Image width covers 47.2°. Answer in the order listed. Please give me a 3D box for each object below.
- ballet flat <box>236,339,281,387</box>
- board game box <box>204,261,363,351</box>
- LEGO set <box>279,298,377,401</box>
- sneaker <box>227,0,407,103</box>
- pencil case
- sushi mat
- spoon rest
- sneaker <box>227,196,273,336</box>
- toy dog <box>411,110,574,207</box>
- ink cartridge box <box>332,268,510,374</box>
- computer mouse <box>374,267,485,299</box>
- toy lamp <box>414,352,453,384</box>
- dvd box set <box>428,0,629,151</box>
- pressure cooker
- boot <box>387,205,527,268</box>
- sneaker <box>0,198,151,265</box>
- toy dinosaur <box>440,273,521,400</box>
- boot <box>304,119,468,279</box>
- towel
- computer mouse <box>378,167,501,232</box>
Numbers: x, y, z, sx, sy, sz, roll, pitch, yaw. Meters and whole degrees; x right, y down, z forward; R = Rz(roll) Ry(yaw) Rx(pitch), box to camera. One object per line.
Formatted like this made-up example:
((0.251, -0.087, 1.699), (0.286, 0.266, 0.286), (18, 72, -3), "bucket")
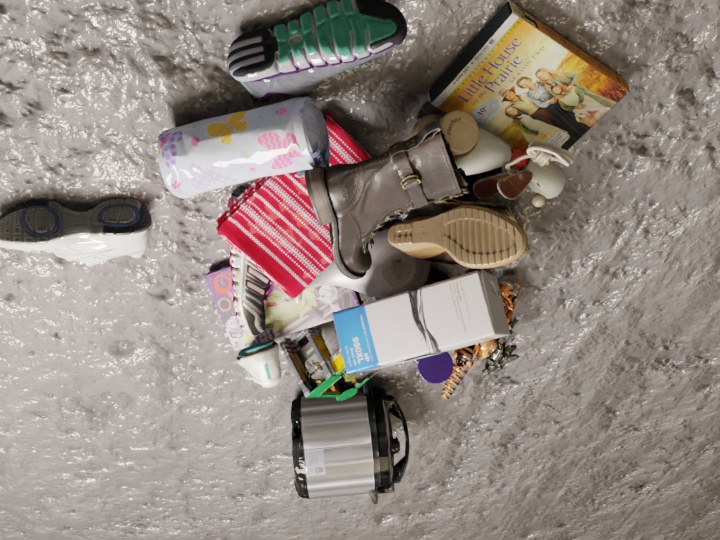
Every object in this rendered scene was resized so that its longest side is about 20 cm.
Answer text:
((-0.145, 0.140, 1.213), (0.069, 0.070, 0.200), (0, 177, -9), "ballet flat")
((-0.107, 0.029, 1.161), (0.198, 0.032, 0.121), (-19, 98, 11), "board game box")
((-0.026, 0.105, 1.266), (0.153, 0.116, 0.200), (2, 140, -49), "LEGO set")
((-0.042, -0.237, 0.909), (0.198, 0.075, 0.088), (-9, 158, 10), "sneaker")
((-0.134, -0.140, 0.954), (0.198, 0.084, 0.091), (-8, 148, 15), "pencil case")
((0.162, -0.059, 1.073), (0.095, 0.012, 0.200), (12, 172, 22), "sushi mat")
((0.000, 0.000, 1.109), (0.198, 0.061, 0.100), (-10, 102, -15), "spoon rest")
((-0.129, -0.003, 1.103), (0.086, 0.074, 0.202), (-4, 113, -7), "sneaker")
((0.147, -0.117, 0.988), (0.198, 0.097, 0.132), (22, 179, 5), "toy dog")
((0.083, 0.069, 1.075), (0.198, 0.085, 0.144), (-17, 171, 16), "ink cartridge box")
((0.086, 0.028, 1.216), (0.199, 0.053, 0.138), (22, 131, -29), "computer mouse")
((0.105, 0.127, 1.246), (0.058, 0.059, 0.200), (-9, -179, 1), "toy lamp")
((0.201, -0.214, 0.984), (0.199, 0.030, 0.146), (23, 130, -30), "dvd box set")
((-0.016, 0.295, 1.400), (0.198, 0.180, 0.177), (-6, 135, -1), "pressure cooker")
((0.151, -0.038, 1.040), (0.199, 0.073, 0.166), (6, -179, 40), "boot")
((-0.369, -0.039, 1.060), (0.198, 0.075, 0.087), (1, 142, -9), "sneaker")
((0.176, 0.099, 1.247), (0.199, 0.102, 0.136), (-37, 156, -4), "toy dinosaur")
((0.041, -0.073, 0.946), (0.172, 0.070, 0.201), (-16, 144, 7), "boot")
((-0.063, -0.076, 1.018), (0.200, 0.023, 0.145), (-44, 112, 4), "towel")
((0.098, -0.102, 1.096), (0.199, 0.034, 0.059), (-24, 122, 26), "computer mouse")
